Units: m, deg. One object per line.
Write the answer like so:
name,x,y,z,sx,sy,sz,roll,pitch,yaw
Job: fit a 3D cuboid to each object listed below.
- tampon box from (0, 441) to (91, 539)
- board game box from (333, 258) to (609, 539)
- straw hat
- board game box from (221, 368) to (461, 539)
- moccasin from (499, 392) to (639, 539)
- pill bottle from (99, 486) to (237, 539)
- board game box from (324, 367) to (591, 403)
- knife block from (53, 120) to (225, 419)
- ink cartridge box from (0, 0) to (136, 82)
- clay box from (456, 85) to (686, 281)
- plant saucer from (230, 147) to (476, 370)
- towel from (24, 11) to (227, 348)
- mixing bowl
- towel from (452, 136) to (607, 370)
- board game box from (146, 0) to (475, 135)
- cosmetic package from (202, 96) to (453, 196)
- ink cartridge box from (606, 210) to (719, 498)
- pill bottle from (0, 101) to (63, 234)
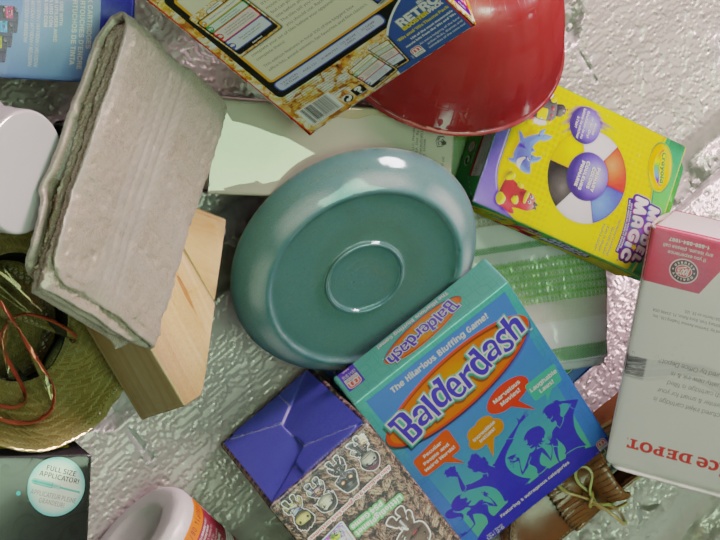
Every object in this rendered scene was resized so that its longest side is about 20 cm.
tampon box,-0.285,0.218,1.397,0.149,0.126,0.202,0,98,-23
board game box,0.092,0.111,1.516,0.152,0.045,0.200,-38,125,-3
straw hat,-0.260,0.038,1.399,0.200,0.085,0.203,12,69,-34
board game box,0.003,0.197,1.495,0.097,0.159,0.200,-40,111,-6
moccasin,0.200,0.173,1.625,0.201,0.078,0.074,-35,109,-15
pill bottle,-0.111,0.269,1.489,0.110,0.109,0.200,-48,112,-10
board game box,0.087,0.075,1.585,0.200,0.037,0.152,-40,109,-13
knife block,-0.188,-0.012,1.373,0.175,0.064,0.202,19,67,-31
ink cartridge box,-0.241,-0.174,1.353,0.198,0.136,0.077,0,100,-23
clay box,0.178,-0.073,1.540,0.199,0.048,0.116,21,83,-24
plant saucer,0.000,0.000,1.460,0.198,0.027,0.201,-12,128,-16
towel,-0.158,-0.056,1.307,0.132,0.034,0.202,40,61,-52
mixing bowl,0.073,-0.213,1.444,0.198,0.109,0.202,6,58,-10
towel,0.131,-0.016,1.562,0.148,0.031,0.202,-6,95,-26
board game box,-0.038,-0.193,1.309,0.151,0.047,0.200,-32,138,20
cosmetic package,-0.038,-0.093,1.472,0.198,0.103,0.074,2,96,-25
ink cartridge box,0.287,0.069,1.526,0.145,0.083,0.202,14,105,18
pill bottle,-0.301,-0.077,1.296,0.111,0.199,0.112,-22,117,-56
